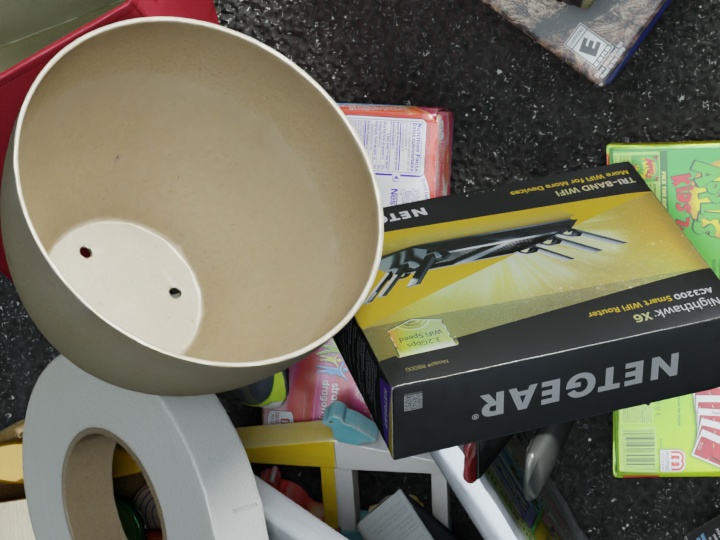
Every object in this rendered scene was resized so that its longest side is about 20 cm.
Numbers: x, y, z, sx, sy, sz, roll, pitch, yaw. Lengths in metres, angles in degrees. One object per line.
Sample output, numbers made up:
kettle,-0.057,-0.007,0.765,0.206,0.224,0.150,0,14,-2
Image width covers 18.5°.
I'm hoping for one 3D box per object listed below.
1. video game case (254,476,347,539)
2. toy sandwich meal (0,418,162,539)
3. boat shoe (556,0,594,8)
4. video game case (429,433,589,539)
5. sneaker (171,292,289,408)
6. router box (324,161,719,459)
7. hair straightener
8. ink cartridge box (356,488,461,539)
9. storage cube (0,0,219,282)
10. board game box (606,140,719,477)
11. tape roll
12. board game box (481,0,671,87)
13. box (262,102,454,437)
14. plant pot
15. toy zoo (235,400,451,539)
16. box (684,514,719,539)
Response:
video game case,-0.040,0.200,1.275,0.022,0.200,0.182,-30,128,-29
toy sandwich meal,-0.188,0.181,1.388,0.205,0.070,0.205,1,95,8
boat shoe,0.123,-0.177,1.217,0.200,0.072,0.065,-4,89,2
video game case,0.099,0.149,1.287,0.022,0.182,0.200,-32,89,11
sneaker,-0.101,0.046,1.298,0.081,0.200,0.074,0,87,-28
router box,0.086,0.017,1.212,0.200,0.157,0.052,-12,127,-14
hair straightener,0.133,0.062,1.231,0.077,0.200,0.041,17,127,24
ink cartridge box,0.100,0.235,1.247,0.047,0.200,0.198,-43,122,2
storage cube,-0.184,-0.125,1.279,0.200,0.180,0.171,-28,54,10
board game box,0.201,0.022,1.331,0.102,0.048,0.200,-1,95,8
tape roll,-0.126,0.138,1.264,0.203,0.037,0.203,20,117,48
board game box,0.110,-0.229,1.299,0.200,0.097,0.159,36,98,4
box,0.000,0.000,1.333,0.100,0.095,0.200,3,96,8
plant pot,-0.105,-0.013,1.168,0.200,0.200,0.134,45,143,3
toy zoo,-0.010,0.154,1.330,0.131,0.020,0.200,3,130,8
box,0.307,0.159,1.300,0.200,0.060,0.117,-32,115,9
